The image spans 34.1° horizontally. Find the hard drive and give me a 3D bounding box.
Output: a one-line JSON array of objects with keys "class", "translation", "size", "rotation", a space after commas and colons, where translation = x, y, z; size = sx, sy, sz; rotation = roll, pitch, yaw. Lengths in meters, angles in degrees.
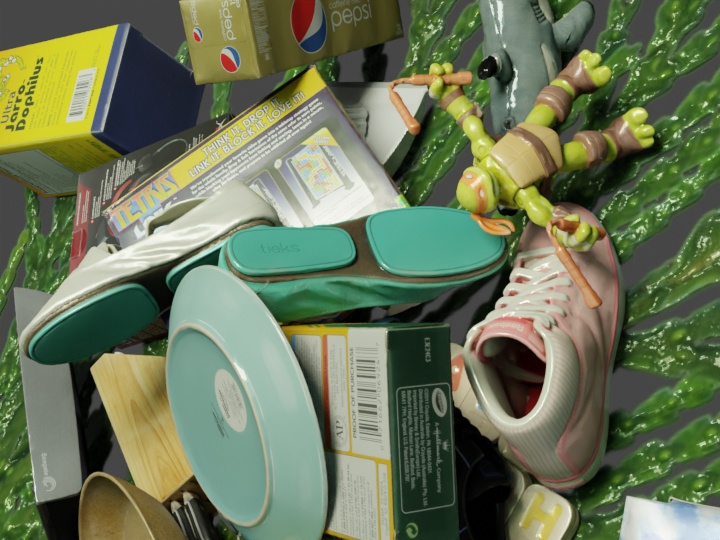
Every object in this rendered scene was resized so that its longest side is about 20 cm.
[{"class": "hard drive", "translation": [-0.254, 0.126, 0.975], "size": [0.042, 0.136, 0.202], "rotation": [-9, 54, -12]}]

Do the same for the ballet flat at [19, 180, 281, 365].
[{"class": "ballet flat", "translation": [-0.150, -0.002, 0.826], "size": [0.198, 0.070, 0.070], "rotation": [-28, 52, -5]}]

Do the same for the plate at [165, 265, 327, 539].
[{"class": "plate", "translation": [-0.085, 0.097, 0.762], "size": [0.199, 0.025, 0.203], "rotation": [32, 130, 48]}]

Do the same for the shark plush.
[{"class": "shark plush", "translation": [0.101, -0.136, 0.856], "size": [0.090, 0.083, 0.203], "rotation": [4, 72, 37]}]

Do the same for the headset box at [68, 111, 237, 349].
[{"class": "headset box", "translation": [-0.169, -0.028, 1.009], "size": [0.198, 0.075, 0.151], "rotation": [-17, 60, 29]}]

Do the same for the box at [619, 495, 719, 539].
[{"class": "box", "translation": [0.233, 0.197, 0.631], "size": [0.198, 0.048, 0.124], "rotation": [2, 70, 37]}]

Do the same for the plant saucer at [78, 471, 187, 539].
[{"class": "plant saucer", "translation": [-0.150, 0.239, 0.847], "size": [0.199, 0.035, 0.203], "rotation": [29, 125, 51]}]

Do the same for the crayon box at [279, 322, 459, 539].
[{"class": "crayon box", "translation": [-0.016, 0.098, 0.749], "size": [0.199, 0.051, 0.128], "rotation": [-3, 89, 57]}]

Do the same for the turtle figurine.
[{"class": "turtle figurine", "translation": [0.120, -0.069, 0.775], "size": [0.160, 0.065, 0.200], "rotation": [-31, 68, -29]}]

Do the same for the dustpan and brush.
[{"class": "dustpan and brush", "translation": [-0.032, -0.066, 0.934], "size": [0.138, 0.057, 0.203], "rotation": [6, 78, 33]}]

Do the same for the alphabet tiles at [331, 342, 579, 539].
[{"class": "alphabet tiles", "translation": [0.051, 0.156, 0.805], "size": [0.199, 0.015, 0.197], "rotation": [30, 89, 41]}]

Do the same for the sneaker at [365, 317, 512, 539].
[{"class": "sneaker", "translation": [0.053, 0.116, 0.767], "size": [0.077, 0.070, 0.202], "rotation": [-28, 64, 29]}]

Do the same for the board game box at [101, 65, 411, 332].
[{"class": "board game box", "translation": [-0.069, -0.028, 0.876], "size": [0.199, 0.057, 0.166], "rotation": [-34, 67, 1]}]

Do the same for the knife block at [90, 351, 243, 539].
[{"class": "knife block", "translation": [-0.140, 0.158, 0.910], "size": [0.198, 0.064, 0.178], "rotation": [0, 68, 35]}]

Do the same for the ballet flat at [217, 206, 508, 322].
[{"class": "ballet flat", "translation": [0.000, 0.000, 0.791], "size": [0.197, 0.071, 0.068], "rotation": [-5, 53, -15]}]

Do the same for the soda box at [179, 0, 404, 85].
[{"class": "soda box", "translation": [-0.049, -0.196, 0.920], "size": [0.067, 0.199, 0.065], "rotation": [0, 107, 36]}]

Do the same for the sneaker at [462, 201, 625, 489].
[{"class": "sneaker", "translation": [0.118, 0.028, 0.751], "size": [0.075, 0.105, 0.203], "rotation": [-11, 58, 31]}]

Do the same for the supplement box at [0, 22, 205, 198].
[{"class": "supplement box", "translation": [-0.262, -0.146, 1.109], "size": [0.198, 0.109, 0.111], "rotation": [-3, 68, 35]}]
